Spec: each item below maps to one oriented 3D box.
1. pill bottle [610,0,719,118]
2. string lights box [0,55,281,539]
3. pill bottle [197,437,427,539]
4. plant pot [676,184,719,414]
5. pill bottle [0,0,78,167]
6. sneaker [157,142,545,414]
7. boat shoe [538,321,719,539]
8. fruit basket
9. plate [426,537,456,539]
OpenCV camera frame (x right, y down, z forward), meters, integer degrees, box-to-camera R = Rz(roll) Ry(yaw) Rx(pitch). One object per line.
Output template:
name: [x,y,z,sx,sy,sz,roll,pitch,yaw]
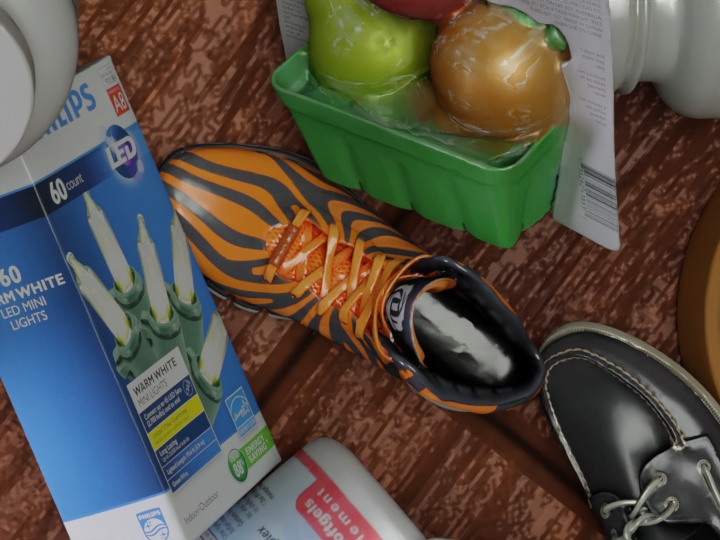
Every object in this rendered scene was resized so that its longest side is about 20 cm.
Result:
pill bottle: [0.181,-0.127,1.262,0.199,0.114,0.115,-3,92,-9]
string lights box: [-0.115,0.018,1.210,0.059,0.103,0.201,-17,101,27]
pill bottle: [-0.057,0.175,1.233,0.200,0.109,0.109,-41,97,-6]
plant pot: [0.259,0.021,1.266,0.199,0.140,0.201,0,90,-9]
pill bottle: [-0.169,-0.108,1.110,0.112,0.200,0.113,-2,116,-5]
sneaker: [0.000,0.000,1.236,0.199,0.112,0.078,26,87,-8]
boat shoe: [0.146,0.112,1.272,0.073,0.063,0.200,-35,92,27]
fruit basket: [0.035,-0.118,1.181,0.094,0.185,0.201,-38,137,-39]
plate: [0.073,0.230,1.238,0.200,0.032,0.200,17,89,-46]
